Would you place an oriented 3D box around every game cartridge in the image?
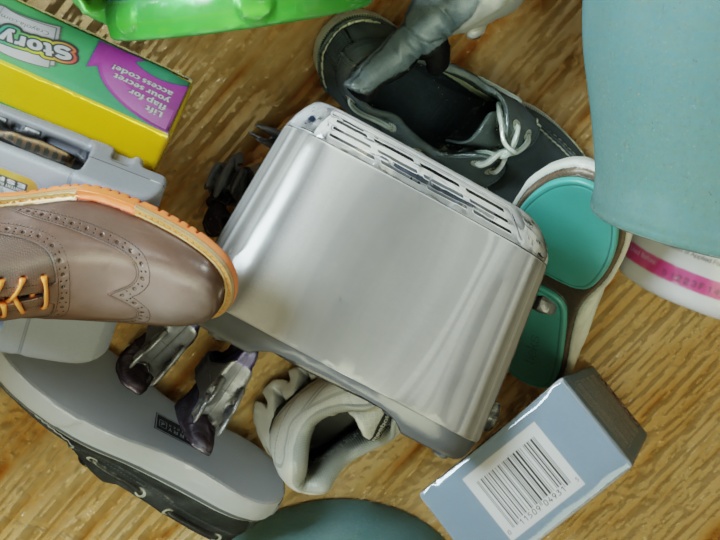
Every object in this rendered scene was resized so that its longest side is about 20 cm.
[{"bbox_3d":[-0.205,-0.028,0.683,0.200,0.042,0.133,21,124,-6],"label":"game cartridge"}]

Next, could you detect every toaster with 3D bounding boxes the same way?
[{"bbox_3d":[0.000,0.000,0.731,0.200,0.114,0.129,28,88,-3],"label":"toaster"}]

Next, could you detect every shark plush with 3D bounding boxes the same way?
[{"bbox_3d":[0.057,-0.174,0.743,0.083,0.091,0.200,36,99,-5],"label":"shark plush"}]

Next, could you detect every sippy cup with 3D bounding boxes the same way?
[{"bbox_3d":[-0.068,-0.188,0.695,0.178,0.140,0.130,-12,104,-14],"label":"sippy cup"}]

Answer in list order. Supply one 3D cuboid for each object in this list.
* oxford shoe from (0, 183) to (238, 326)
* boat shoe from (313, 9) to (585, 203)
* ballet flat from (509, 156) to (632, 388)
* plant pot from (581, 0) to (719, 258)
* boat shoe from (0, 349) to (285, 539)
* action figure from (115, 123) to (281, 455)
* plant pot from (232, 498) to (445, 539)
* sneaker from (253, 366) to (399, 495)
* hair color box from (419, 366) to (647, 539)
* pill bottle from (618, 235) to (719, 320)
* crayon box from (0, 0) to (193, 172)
[{"bbox_3d":[-0.156,0.004,0.630,0.200,0.073,0.071,8,129,4],"label":"oxford shoe"},{"bbox_3d":[0.061,-0.074,0.797,0.200,0.062,0.073,32,102,-22],"label":"boat shoe"},{"bbox_3d":[0.119,-0.010,0.804,0.069,0.069,0.200,-4,144,-7],"label":"ballet flat"},{"bbox_3d":[0.189,-0.102,0.641,0.200,0.200,0.188,7,102,-12],"label":"plant pot"},{"bbox_3d":[-0.139,0.103,0.841,0.200,0.069,0.057,34,120,-16],"label":"boat shoe"},{"bbox_3d":[-0.052,0.004,0.811,0.130,0.069,0.200,37,99,-9],"label":"action figure"},{"bbox_3d":[-0.013,0.267,0.898,0.200,0.135,0.200,-3,114,-7],"label":"plant pot"},{"bbox_3d":[0.021,0.057,0.841,0.075,0.081,0.200,40,101,-21],"label":"sneaker"},{"bbox_3d":[0.107,0.110,0.813,0.099,0.200,0.061,-40,79,9],"label":"hair color box"},{"bbox_3d":[0.226,-0.079,0.791,0.113,0.113,0.200,12,108,-14],"label":"pill bottle"},{"bbox_3d":[-0.209,-0.061,0.718,0.200,0.058,0.173,24,128,-9],"label":"crayon box"}]
